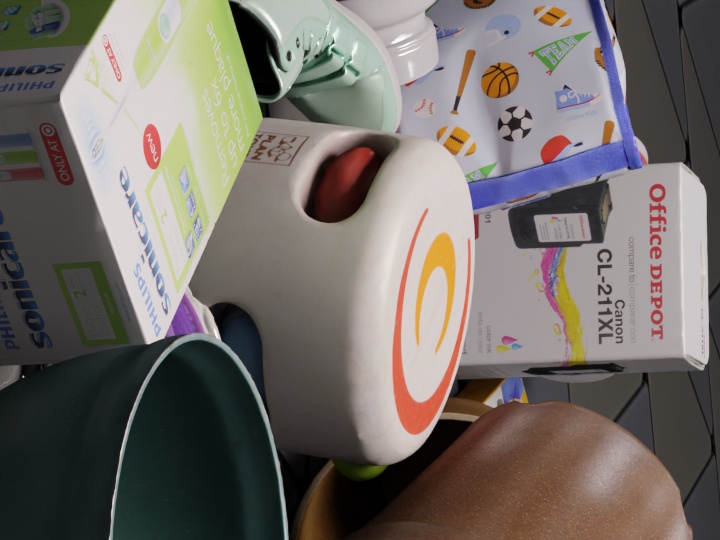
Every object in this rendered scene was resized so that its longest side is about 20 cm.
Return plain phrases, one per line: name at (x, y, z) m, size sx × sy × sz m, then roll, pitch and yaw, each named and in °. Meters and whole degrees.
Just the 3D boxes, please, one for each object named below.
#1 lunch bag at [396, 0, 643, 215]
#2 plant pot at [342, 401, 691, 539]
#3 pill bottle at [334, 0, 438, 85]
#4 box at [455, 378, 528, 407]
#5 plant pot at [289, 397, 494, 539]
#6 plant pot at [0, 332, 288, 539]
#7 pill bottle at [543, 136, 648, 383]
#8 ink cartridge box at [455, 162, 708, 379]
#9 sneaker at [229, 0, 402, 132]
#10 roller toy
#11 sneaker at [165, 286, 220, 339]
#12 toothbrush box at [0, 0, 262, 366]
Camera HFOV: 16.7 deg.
lunch bag at (0.096, -0.112, 1.644) m, size 0.200 × 0.170 × 0.124 m, roll -97°, pitch 169°, yaw -51°
plant pot at (0.074, 0.184, 1.334) m, size 0.198 × 0.200 × 0.201 m, roll -47°, pitch 133°, yaw -47°
pill bottle at (-0.009, -0.215, 1.486) m, size 0.113 × 0.113 × 0.200 m, roll -58°, pitch 141°, yaw -60°
box at (0.095, 0.155, 1.837) m, size 0.200 × 0.041 × 0.119 m, roll -40°, pitch 115°, yaw -70°
plant pot at (0.055, 0.157, 1.561) m, size 0.200 × 0.186 × 0.187 m, roll -72°, pitch 156°, yaw -79°
plant pot at (-0.126, 0.129, 1.040) m, size 0.200 × 0.134 × 0.201 m, roll -3°, pitch 90°, yaw -71°
pill bottle at (0.181, -0.014, 2.037) m, size 0.111 × 0.111 × 0.200 m, roll 56°, pitch 36°, yaw -58°
ink cartridge box at (0.149, 0.001, 1.794) m, size 0.083 × 0.200 × 0.146 m, roll 26°, pitch 62°, yaw -70°
sneaker at (-0.043, -0.114, 1.407) m, size 0.200 × 0.074 × 0.118 m, roll 52°, pitch 31°, yaw -37°
roller toy at (-0.025, 0.008, 1.358) m, size 0.182 × 0.140 × 0.200 m, roll 34°, pitch 66°, yaw -70°
sneaker at (-0.117, 0.088, 1.171) m, size 0.083 × 0.080 × 0.200 m, roll 35°, pitch 54°, yaw -60°
toothbrush box at (-0.125, -0.073, 1.154) m, size 0.200 × 0.086 × 0.146 m, roll -68°, pitch 149°, yaw -50°
